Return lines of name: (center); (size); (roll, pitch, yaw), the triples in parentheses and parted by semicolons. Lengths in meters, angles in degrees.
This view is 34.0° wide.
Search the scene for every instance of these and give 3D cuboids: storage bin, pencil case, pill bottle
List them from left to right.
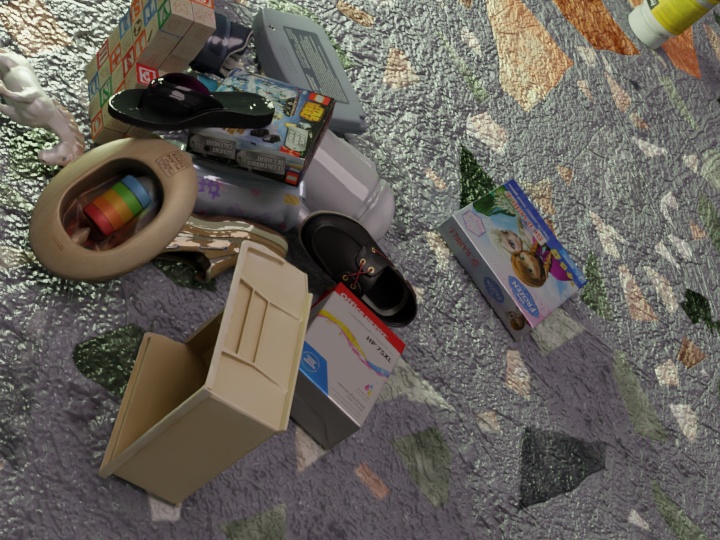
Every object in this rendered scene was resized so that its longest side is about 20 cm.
storage bin: (-0.149, 0.101, 1.168); (0.093, 0.200, 0.200); (31, 43, -22)
pencil case: (-0.165, -0.102, 1.371); (0.197, 0.091, 0.084); (11, 56, -23)
pill bottle: (0.664, -0.561, 2.454); (0.113, 0.200, 0.115); (25, 45, -28)

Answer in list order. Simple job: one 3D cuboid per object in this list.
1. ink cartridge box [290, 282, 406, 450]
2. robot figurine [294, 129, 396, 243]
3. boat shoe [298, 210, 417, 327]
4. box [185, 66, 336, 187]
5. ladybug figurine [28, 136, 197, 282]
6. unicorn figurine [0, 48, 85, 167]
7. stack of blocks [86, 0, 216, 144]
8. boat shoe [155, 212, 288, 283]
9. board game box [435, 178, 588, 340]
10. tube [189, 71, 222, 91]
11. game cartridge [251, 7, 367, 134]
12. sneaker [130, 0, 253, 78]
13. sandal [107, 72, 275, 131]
ink cartridge box: (-0.023, 0.099, 1.394); (0.116, 0.067, 0.201); (43, 39, -9)
robot figurine: (-0.036, -0.100, 1.500); (0.200, 0.113, 0.170); (41, 52, -11)
boat shoe: (0.002, -0.002, 1.449); (0.201, 0.074, 0.063); (43, 5, -37)
box: (-0.113, -0.173, 1.388); (0.135, 0.040, 0.201); (17, 29, 1)
ladybug figurine: (-0.258, -0.061, 1.250); (0.199, 0.072, 0.136); (-35, 80, -20)
unicorn figurine: (-0.371, -0.183, 1.275); (0.137, 0.074, 0.202); (15, 44, -49)
stack of blocks: (-0.241, -0.243, 1.348); (0.058, 0.200, 0.116); (13, 50, -36)
boat shoe: (-0.175, -0.021, 1.355); (0.198, 0.071, 0.077); (11, 66, -28)
board game box: (0.229, -0.022, 1.747); (0.201, 0.041, 0.199); (54, 39, 4)
tube: (-0.140, -0.199, 1.530); (0.198, 0.051, 0.078); (19, 24, -35)
game cartridge: (-0.077, -0.279, 1.650); (0.132, 0.042, 0.202); (0, 56, -40)
sneaker: (-0.216, -0.325, 1.510); (0.145, 0.077, 0.204); (16, 38, -26)
sandal: (-0.185, -0.191, 1.292); (0.198, 0.048, 0.075); (-7, 38, -35)
